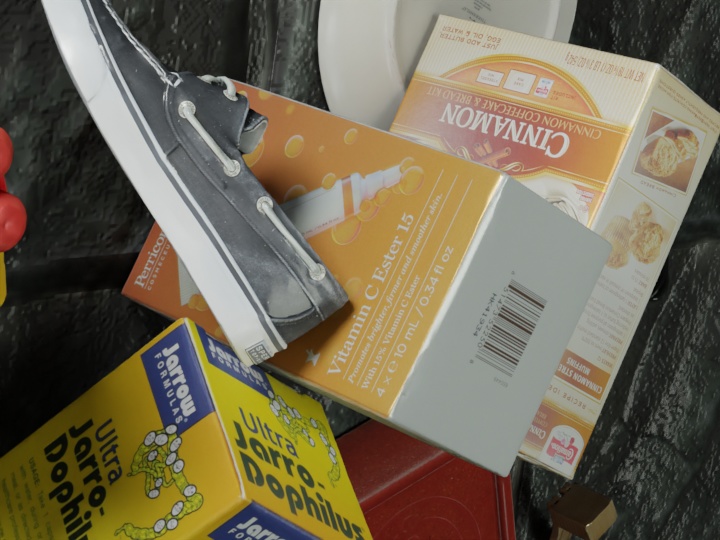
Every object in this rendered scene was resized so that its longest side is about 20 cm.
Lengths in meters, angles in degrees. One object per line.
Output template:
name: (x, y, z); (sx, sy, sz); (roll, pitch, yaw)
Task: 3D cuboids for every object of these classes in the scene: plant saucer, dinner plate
plant saucer: (0.024, 0.178, 1.314); (0.200, 0.037, 0.200); (-28, 124, -35)
dinner plate: (0.057, -0.142, 1.229); (0.200, 0.024, 0.201); (-19, 118, -40)

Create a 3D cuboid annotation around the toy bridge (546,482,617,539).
toy bridge: (0.151, 0.205, 1.428); (0.027, 0.067, 0.200); (-45, 134, -23)

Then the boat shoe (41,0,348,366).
boat shoe: (-0.075, -0.057, 1.028); (0.068, 0.200, 0.072); (-31, 172, -2)

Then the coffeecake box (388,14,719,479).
coffeecake box: (0.073, -0.015, 1.162); (0.073, 0.153, 0.201); (29, 83, -46)

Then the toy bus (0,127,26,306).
toy bus: (-0.201, -0.023, 0.898); (0.135, 0.192, 0.201); (-28, 125, -36)

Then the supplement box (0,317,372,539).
supplement box: (-0.109, 0.135, 1.046); (0.200, 0.110, 0.109); (-38, 138, 16)

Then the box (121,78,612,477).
box: (0.000, 0.000, 1.098); (0.097, 0.200, 0.125); (29, 84, -46)

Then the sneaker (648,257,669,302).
sneaker: (0.096, 0.001, 1.256); (0.200, 0.115, 0.076); (-44, 132, -23)
